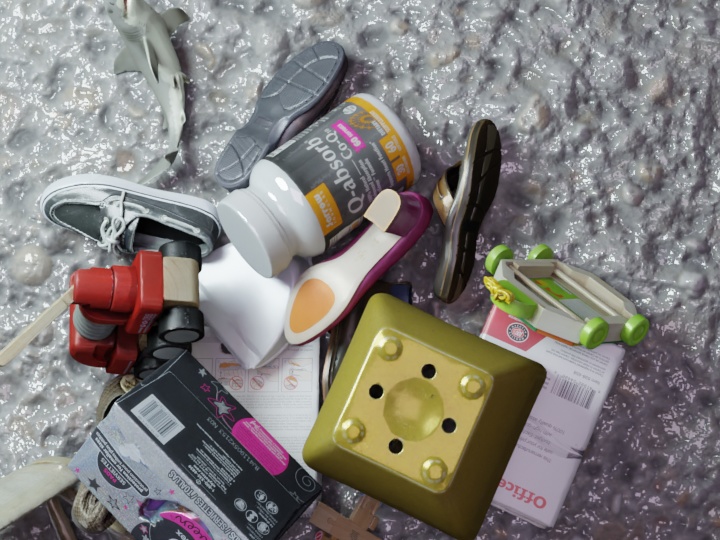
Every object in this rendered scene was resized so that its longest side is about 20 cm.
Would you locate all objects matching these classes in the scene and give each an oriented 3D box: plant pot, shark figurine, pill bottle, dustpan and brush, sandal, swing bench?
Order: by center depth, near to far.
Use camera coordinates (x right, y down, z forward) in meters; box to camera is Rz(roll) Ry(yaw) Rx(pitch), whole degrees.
[{"bbox_3d":[0.057,0.136,1.278,0.194,0.200,0.196,24,86,8],"label":"plant pot"},{"bbox_3d":[-0.328,0.295,1.344,0.200,0.199,0.130,49,118,5],"label":"swing bench"},{"bbox_3d":[-0.043,-0.086,1.402,0.199,0.116,0.117,-37,84,-19],"label":"pill bottle"},{"bbox_3d":[0.103,-0.067,1.448,0.054,0.082,0.202,15,92,26],"label":"sandal"},{"bbox_3d":[-0.083,-0.004,1.457,0.200,0.057,0.140,-44,72,5],"label":"dustpan and brush"},{"bbox_3d":[-0.236,-0.206,1.479,0.089,0.128,0.217,-8,103,26],"label":"shark figurine"}]

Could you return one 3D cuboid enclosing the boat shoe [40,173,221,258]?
[{"bbox_3d":[-0.250,-0.048,1.446,0.197,0.068,0.074,13,128,-2],"label":"boat shoe"}]

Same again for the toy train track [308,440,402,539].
[{"bbox_3d":[0.006,0.238,1.429,0.114,0.032,0.201,36,76,-29],"label":"toy train track"}]

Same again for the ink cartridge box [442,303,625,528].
[{"bbox_3d":[0.169,0.147,1.410,0.143,0.084,0.202,24,85,5],"label":"ink cartridge box"}]

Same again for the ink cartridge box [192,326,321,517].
[{"bbox_3d":[-0.121,0.162,1.450,0.159,0.050,0.202,0,68,3],"label":"ink cartridge box"}]

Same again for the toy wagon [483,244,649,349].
[{"bbox_3d":[0.193,0.028,1.368,0.155,0.199,0.040,40,119,38],"label":"toy wagon"}]

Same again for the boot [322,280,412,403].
[{"bbox_3d":[0.011,0.102,1.421,0.096,0.075,0.202,-5,81,9],"label":"boot"}]

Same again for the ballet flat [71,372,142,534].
[{"bbox_3d":[-0.250,0.180,1.391,0.067,0.046,0.201,27,42,-13],"label":"ballet flat"}]

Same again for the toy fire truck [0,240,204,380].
[{"bbox_3d":[-0.269,0.054,1.360,0.198,0.176,0.130,5,65,-21],"label":"toy fire truck"}]

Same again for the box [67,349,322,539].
[{"bbox_3d":[-0.162,0.205,1.320,0.200,0.132,0.115,44,124,5],"label":"box"}]

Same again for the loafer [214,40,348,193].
[{"bbox_3d":[-0.080,-0.160,1.471,0.072,0.063,0.201,34,82,35],"label":"loafer"}]

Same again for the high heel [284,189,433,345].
[{"bbox_3d":[0.000,0.000,1.406,0.067,0.096,0.201,38,102,27],"label":"high heel"}]
